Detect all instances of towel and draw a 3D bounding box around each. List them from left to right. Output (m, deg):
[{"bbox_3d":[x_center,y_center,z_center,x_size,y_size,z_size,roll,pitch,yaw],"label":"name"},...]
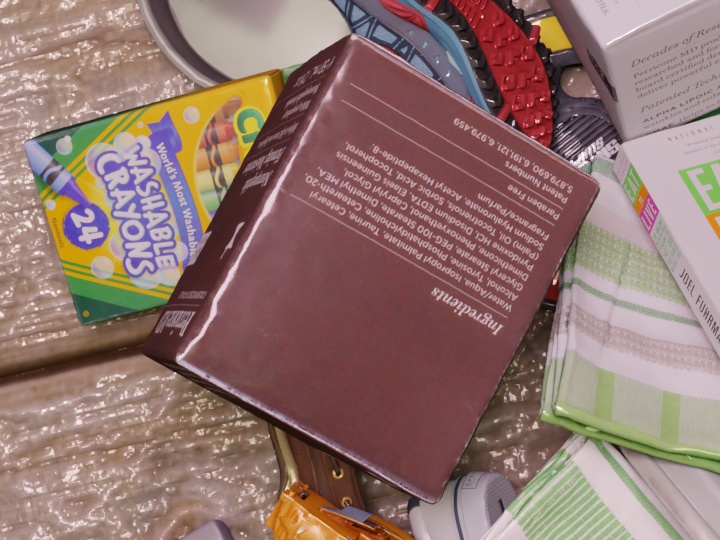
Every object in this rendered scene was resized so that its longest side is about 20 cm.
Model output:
[{"bbox_3d":[0.112,0.208,0.890,0.153,0.023,0.200,47,75,-9],"label":"towel"},{"bbox_3d":[0.186,0.024,0.912,0.149,0.031,0.200,15,49,-1],"label":"towel"}]

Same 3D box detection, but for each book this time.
[{"bbox_3d":[0.248,-0.005,0.910,0.133,0.048,0.200,-14,57,-17],"label":"book"}]

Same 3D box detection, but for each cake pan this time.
[{"bbox_3d":[-0.051,-0.205,1.039,0.200,0.037,0.201,0,87,7],"label":"cake pan"}]

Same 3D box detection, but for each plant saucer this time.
[{"bbox_3d":[0.232,0.159,0.905,0.050,0.200,0.200,-41,83,6],"label":"plant saucer"}]

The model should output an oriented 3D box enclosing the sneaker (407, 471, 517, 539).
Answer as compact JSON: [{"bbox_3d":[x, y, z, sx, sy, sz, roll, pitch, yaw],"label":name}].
[{"bbox_3d":[0.083,0.226,0.995,0.071,0.073,0.200,-15,88,34],"label":"sneaker"}]

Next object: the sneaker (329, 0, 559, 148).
[{"bbox_3d":[0.044,-0.141,0.963,0.200,0.095,0.079,51,52,-21],"label":"sneaker"}]

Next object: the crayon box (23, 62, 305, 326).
[{"bbox_3d":[-0.101,-0.051,1.009,0.200,0.052,0.126,-15,100,9],"label":"crayon box"}]

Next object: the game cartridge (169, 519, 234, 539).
[{"bbox_3d":[-0.148,0.263,1.012,0.200,0.038,0.130,-31,62,4],"label":"game cartridge"}]

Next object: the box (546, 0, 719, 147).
[{"bbox_3d":[0.199,-0.215,0.934,0.200,0.131,0.199,-26,62,4],"label":"box"}]

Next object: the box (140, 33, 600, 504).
[{"bbox_3d":[0.000,0.000,0.894,0.164,0.166,0.200,30,82,-12],"label":"box"}]

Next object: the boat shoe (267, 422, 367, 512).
[{"bbox_3d":[-0.024,0.102,1.007,0.067,0.072,0.201,-8,92,1],"label":"boat shoe"}]

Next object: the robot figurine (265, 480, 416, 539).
[{"bbox_3d":[0.016,0.222,0.940,0.200,0.058,0.145,34,104,8],"label":"robot figurine"}]

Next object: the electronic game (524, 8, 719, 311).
[{"bbox_3d":[0.144,-0.072,1.008,0.199,0.042,0.201,0,87,6],"label":"electronic game"}]
